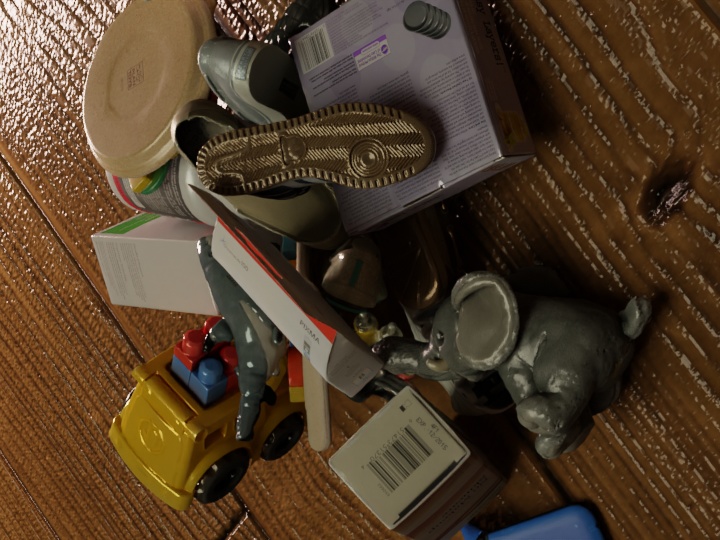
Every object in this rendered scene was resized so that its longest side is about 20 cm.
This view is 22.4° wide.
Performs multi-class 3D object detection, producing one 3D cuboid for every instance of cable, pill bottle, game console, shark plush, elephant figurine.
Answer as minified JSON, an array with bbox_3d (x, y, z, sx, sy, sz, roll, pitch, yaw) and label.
[{"bbox_3d":[0.021,0.097,1.749,0.097,0.050,0.200,45,167,7],"label":"cable"},{"bbox_3d":[-0.155,-0.102,1.799,0.199,0.110,0.111,12,120,48],"label":"pill bottle"},{"bbox_3d":[0.188,0.315,1.715,0.170,0.118,0.201,-23,95,23],"label":"game console"},{"bbox_3d":[-0.112,0.063,1.741,0.091,0.083,0.201,88,179,-84],"label":"shark plush"},{"bbox_3d":[0.121,0.053,1.531,0.200,0.155,0.142,38,164,22],"label":"elephant figurine"}]

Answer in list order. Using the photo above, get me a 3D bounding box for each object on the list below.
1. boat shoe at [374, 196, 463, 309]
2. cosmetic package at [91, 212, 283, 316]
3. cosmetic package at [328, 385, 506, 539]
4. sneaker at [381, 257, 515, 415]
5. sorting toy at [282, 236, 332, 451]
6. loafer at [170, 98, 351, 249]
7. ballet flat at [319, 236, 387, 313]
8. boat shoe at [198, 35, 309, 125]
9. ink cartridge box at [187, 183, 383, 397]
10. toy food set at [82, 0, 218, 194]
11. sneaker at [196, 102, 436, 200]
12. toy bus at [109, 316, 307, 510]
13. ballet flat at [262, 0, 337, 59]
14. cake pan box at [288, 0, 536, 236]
[{"bbox_3d":[0.047,-0.065,1.608,0.072,0.072,0.201,-28,75,40],"label":"boat shoe"},{"bbox_3d":[-0.175,-0.013,1.884,0.199,0.107,0.085,1,112,49],"label":"cosmetic package"},{"bbox_3d":[0.056,0.181,1.639,0.087,0.103,0.200,46,-178,19],"label":"cosmetic package"},{"bbox_3d":[0.069,0.045,1.655,0.201,0.075,0.081,63,156,4],"label":"sneaker"},{"bbox_3d":[-0.057,0.047,1.752,0.200,0.036,0.186,-102,8,-60],"label":"sorting toy"},{"bbox_3d":[-0.095,-0.082,1.639,0.199,0.068,0.076,32,107,9],"label":"loafer"},{"bbox_3d":[0.000,0.000,1.676,0.200,0.067,0.063,-119,48,-84],"label":"ballet flat"},{"bbox_3d":[-0.085,-0.165,1.631,0.071,0.201,0.070,21,84,22],"label":"boat shoe"},{"bbox_3d":[-0.072,0.020,1.522,0.160,0.047,0.200,47,-176,24],"label":"ink cartridge box"},{"bbox_3d":[-0.201,-0.181,1.759,0.198,0.049,0.201,-42,51,28],"label":"toy food set"},{"bbox_3d":[-0.027,-0.098,1.521,0.199,0.108,0.071,-5,90,14],"label":"sneaker"},{"bbox_3d":[-0.138,0.113,1.831,0.136,0.200,0.193,43,141,23],"label":"toy bus"},{"bbox_3d":[-0.072,-0.200,1.699,0.200,0.066,0.057,-29,48,53],"label":"ballet flat"},{"bbox_3d":[0.036,-0.145,1.525,0.200,0.052,0.185,-27,76,41],"label":"cake pan box"}]
